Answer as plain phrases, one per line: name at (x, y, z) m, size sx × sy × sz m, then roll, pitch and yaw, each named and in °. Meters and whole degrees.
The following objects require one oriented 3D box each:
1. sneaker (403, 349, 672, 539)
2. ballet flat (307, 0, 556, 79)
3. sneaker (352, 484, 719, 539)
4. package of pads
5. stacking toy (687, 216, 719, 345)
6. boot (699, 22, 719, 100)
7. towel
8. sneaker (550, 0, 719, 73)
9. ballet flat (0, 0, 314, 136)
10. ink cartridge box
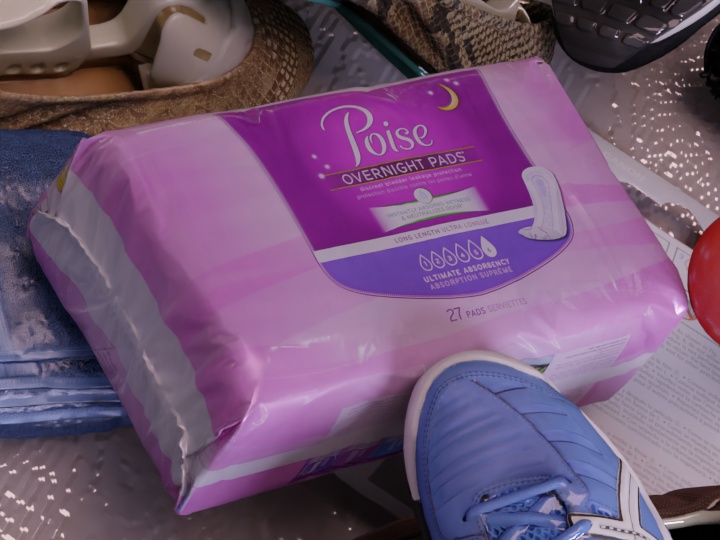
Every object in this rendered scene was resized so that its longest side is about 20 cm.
sneaker at (0.070, 0.109, 0.774) m, size 0.075 × 0.077 × 0.201 m, roll -25°, pitch 71°, yaw -3°
ballet flat at (0.001, -0.119, 0.962) m, size 0.199 × 0.076 × 0.068 m, roll 26°, pitch 8°, yaw -39°
sneaker at (0.058, 0.104, 0.857) m, size 0.199 × 0.076 × 0.071 m, roll -13°, pitch 79°, yaw 2°
package of pads at (0.000, 0.000, 0.874) m, size 0.199 × 0.076 × 0.121 m, roll -13°, pitch 62°, yaw -36°
stacking toy at (0.190, -0.002, 0.941) m, size 0.199 × 0.085 × 0.086 m, roll -8°, pitch 67°, yaw -41°
boot at (0.252, -0.056, 1.082) m, size 0.200 × 0.077 × 0.168 m, roll 45°, pitch 51°, yaw 11°
towel at (-0.152, 0.003, 0.874) m, size 0.199 × 0.049 × 0.112 m, roll -2°, pitch 65°, yaw -27°
sneaker at (0.136, -0.126, 1.052) m, size 0.075 × 0.088 × 0.200 m, roll 20°, pitch 48°, yaw 19°
ballet flat at (-0.096, -0.083, 0.935) m, size 0.199 × 0.065 × 0.071 m, roll -10°, pitch 67°, yaw -30°
ink cartridge box at (0.092, 0.042, 0.985) m, size 0.162 × 0.050 × 0.200 m, roll 33°, pitch 41°, yaw -6°
